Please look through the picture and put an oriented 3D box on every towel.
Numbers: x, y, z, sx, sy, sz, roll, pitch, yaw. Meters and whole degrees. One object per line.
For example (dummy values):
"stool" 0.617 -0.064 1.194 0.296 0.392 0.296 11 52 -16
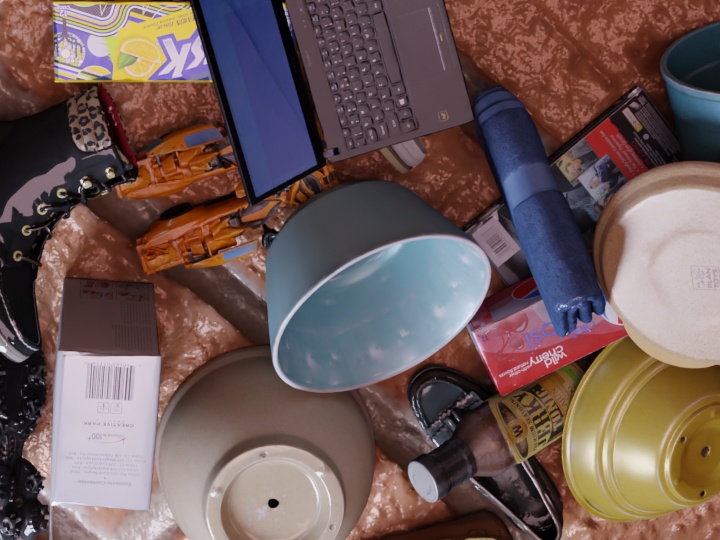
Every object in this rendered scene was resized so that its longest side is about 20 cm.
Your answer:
"towel" 0.148 -0.051 1.557 0.048 0.112 0.201 -21 75 2

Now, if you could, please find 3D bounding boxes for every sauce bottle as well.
"sauce bottle" 0.129 0.139 1.640 0.199 0.065 0.065 -31 111 -28

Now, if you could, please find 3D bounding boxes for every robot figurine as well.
"robot figurine" -0.103 -0.072 1.592 0.198 0.058 0.146 -19 109 -1

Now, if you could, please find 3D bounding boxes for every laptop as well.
"laptop" -0.019 -0.169 1.480 0.198 0.103 0.179 -16 102 -2

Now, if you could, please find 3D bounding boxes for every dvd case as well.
"dvd case" 0.210 -0.046 1.659 0.200 0.022 0.146 -40 107 5

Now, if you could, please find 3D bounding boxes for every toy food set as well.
"toy food set" 0.288 -0.005 1.531 0.197 0.049 0.201 -13 116 31

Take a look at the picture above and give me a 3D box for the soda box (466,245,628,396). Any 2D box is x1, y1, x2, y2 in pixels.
"soda box" 0.193 0.029 1.636 0.199 0.063 0.070 -25 110 3

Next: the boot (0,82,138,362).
"boot" -0.252 -0.043 1.526 0.153 0.073 0.205 -21 74 10

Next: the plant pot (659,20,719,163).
"plant pot" 0.360 -0.099 1.580 0.198 0.200 0.189 -12 115 -3

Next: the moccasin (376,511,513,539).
"moccasin" 0.047 0.284 1.709 0.200 0.078 0.074 -14 108 -3

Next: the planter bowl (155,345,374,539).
"planter bowl" -0.078 0.182 1.634 0.198 0.135 0.202 -2 108 -7

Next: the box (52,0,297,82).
"box" -0.152 -0.193 1.547 0.198 0.064 0.071 -1 107 -8

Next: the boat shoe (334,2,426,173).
"boat shoe" 0.012 -0.178 1.566 0.068 0.075 0.201 -27 107 8

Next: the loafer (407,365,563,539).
"loafer" 0.120 0.167 1.690 0.072 0.063 0.200 -40 107 6

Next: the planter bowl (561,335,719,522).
"planter bowl" 0.281 0.145 1.655 0.199 0.083 0.202 -12 114 -29

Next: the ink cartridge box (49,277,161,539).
"ink cartridge box" -0.214 0.119 1.562 0.083 0.200 0.177 4 106 -9

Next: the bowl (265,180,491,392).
"bowl" 0.000 0.000 1.578 0.199 0.105 0.201 -19 148 -13

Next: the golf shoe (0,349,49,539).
"golf shoe" -0.323 0.136 1.618 0.077 0.094 0.202 9 79 -51
